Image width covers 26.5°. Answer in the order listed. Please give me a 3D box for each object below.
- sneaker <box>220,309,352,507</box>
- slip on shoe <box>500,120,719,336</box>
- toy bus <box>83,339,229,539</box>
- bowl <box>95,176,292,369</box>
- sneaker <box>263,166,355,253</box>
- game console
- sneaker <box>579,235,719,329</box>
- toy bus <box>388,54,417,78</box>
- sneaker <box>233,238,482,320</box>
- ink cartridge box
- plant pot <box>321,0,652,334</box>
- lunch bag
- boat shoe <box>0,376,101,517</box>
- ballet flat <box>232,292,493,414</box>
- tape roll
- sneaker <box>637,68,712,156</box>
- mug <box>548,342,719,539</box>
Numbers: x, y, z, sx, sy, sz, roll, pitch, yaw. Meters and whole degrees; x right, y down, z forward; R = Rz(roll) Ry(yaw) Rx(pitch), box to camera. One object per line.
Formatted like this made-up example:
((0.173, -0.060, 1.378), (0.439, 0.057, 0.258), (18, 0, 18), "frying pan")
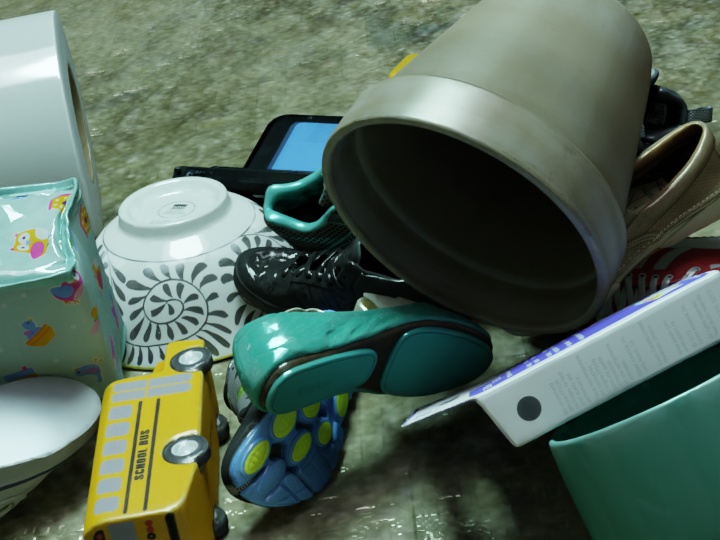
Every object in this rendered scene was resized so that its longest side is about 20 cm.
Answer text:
((-0.056, 0.096, 1.030), (0.082, 0.071, 0.200), (-13, 24, 18), "sneaker")
((0.170, -0.030, 1.048), (0.199, 0.061, 0.076), (-30, 38, -7), "slip on shoe")
((-0.129, 0.123, 0.993), (0.077, 0.066, 0.201), (-10, 28, 1), "toy bus")
((-0.142, -0.014, 1.222), (0.198, 0.095, 0.201), (-8, 27, 4), "bowl")
((0.011, -0.050, 1.133), (0.198, 0.091, 0.079), (-17, 63, 32), "sneaker")
((-0.034, -0.102, 1.320), (0.198, 0.118, 0.176), (4, -11, 24), "game console")
((0.206, 0.025, 1.069), (0.197, 0.072, 0.113), (-6, 24, 2), "sneaker")
((0.128, -0.148, 1.390), (0.198, 0.079, 0.065), (7, 31, 28), "toy bus")
((-0.002, 0.002, 1.103), (0.198, 0.105, 0.060), (23, 50, 16), "sneaker")
((0.124, 0.064, 0.934), (0.198, 0.044, 0.198), (-26, -4, 4), "ink cartridge box")
((0.101, -0.088, 0.977), (0.198, 0.201, 0.174), (13, 57, 35), "plant pot")
((-0.275, 0.039, 1.070), (0.197, 0.171, 0.123), (-9, 47, -2), "lunch bag")
((-0.255, 0.140, 0.999), (0.072, 0.066, 0.199), (36, 51, 25), "boat shoe")
((0.001, 0.044, 0.987), (0.198, 0.068, 0.071), (-5, 44, -40), "ballet flat")
((-0.313, -0.116, 1.347), (0.137, 0.205, 0.203), (-11, 28, -4), "tape roll")
((0.193, -0.117, 1.141), (0.138, 0.079, 0.200), (-4, 20, 18), "sneaker")
((0.199, 0.110, 0.848), (0.151, 0.115, 0.185), (-28, -3, 24), "mug")
